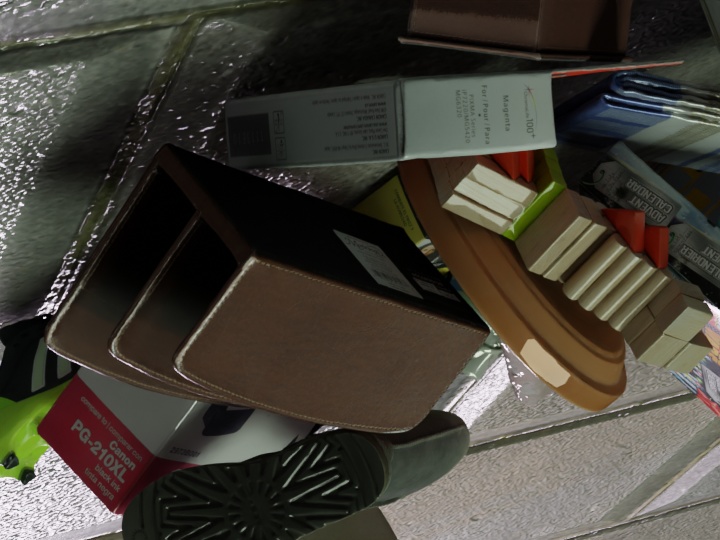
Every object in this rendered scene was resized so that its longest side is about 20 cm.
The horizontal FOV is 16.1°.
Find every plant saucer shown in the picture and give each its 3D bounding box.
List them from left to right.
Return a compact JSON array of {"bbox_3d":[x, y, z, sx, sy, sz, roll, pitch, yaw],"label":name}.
[{"bbox_3d":[0.096,-0.007,1.501,0.032,0.201,0.200,-37,157,18],"label":"plant saucer"}]

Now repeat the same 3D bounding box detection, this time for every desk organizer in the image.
[{"bbox_3d":[0.087,-0.148,1.289,0.071,0.077,0.200,9,-173,18],"label":"desk organizer"}]

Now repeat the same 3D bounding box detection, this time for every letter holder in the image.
[{"bbox_3d":[-0.054,0.037,1.390,0.200,0.101,0.142,19,113,-47],"label":"letter holder"}]

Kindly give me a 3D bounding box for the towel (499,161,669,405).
[{"bbox_3d":[0.168,0.000,1.736,0.191,0.032,0.200,-45,162,-8],"label":"towel"}]

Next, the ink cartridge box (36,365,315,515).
[{"bbox_3d":[-0.078,0.052,1.544,0.200,0.084,0.145,-53,153,11],"label":"ink cartridge box"}]

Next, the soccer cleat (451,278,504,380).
[{"bbox_3d":[0.095,0.024,1.757,0.200,0.087,0.070,-30,159,25],"label":"soccer cleat"}]

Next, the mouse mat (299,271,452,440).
[{"bbox_3d":[-0.015,0.069,1.664,0.200,0.008,0.161,-40,-170,21],"label":"mouse mat"}]

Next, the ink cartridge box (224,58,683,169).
[{"bbox_3d":[0.047,-0.082,1.349,0.173,0.044,0.200,-5,-177,-29],"label":"ink cartridge box"}]

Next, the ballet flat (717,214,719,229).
[{"bbox_3d":[0.304,-0.019,1.510,0.199,0.069,0.071,17,151,-32],"label":"ballet flat"}]

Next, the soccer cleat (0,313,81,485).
[{"bbox_3d":[-0.175,0.047,1.584,0.200,0.081,0.068,-40,153,-10],"label":"soccer cleat"}]

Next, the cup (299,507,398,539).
[{"bbox_3d":[-0.082,0.190,1.943,0.199,0.144,0.200,-19,161,-7],"label":"cup"}]

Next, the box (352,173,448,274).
[{"bbox_3d":[0.000,0.000,1.649,0.075,0.050,0.200,-3,155,-47],"label":"box"}]

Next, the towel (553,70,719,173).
[{"bbox_3d":[0.214,-0.079,1.475,0.199,0.024,0.147,9,172,-11],"label":"towel"}]

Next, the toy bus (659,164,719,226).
[{"bbox_3d":[0.226,-0.009,1.697,0.078,0.065,0.200,-43,160,-18],"label":"toy bus"}]

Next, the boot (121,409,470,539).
[{"bbox_3d":[-0.035,0.129,1.545,0.181,0.073,0.200,-14,-177,12],"label":"boot"}]

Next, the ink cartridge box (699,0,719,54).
[{"bbox_3d":[0.295,-0.145,1.504,0.145,0.084,0.200,-24,161,16],"label":"ink cartridge box"}]

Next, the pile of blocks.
[{"bbox_3d":[0.129,-0.027,1.432,0.062,0.200,0.082,-47,-169,27],"label":"pile of blocks"}]

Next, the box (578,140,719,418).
[{"bbox_3d":[0.194,0.013,1.547,0.040,0.137,0.200,-44,162,-10],"label":"box"}]
